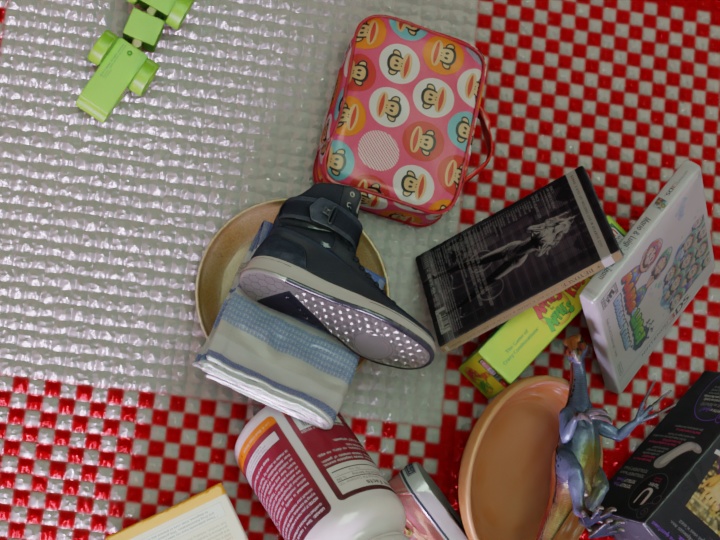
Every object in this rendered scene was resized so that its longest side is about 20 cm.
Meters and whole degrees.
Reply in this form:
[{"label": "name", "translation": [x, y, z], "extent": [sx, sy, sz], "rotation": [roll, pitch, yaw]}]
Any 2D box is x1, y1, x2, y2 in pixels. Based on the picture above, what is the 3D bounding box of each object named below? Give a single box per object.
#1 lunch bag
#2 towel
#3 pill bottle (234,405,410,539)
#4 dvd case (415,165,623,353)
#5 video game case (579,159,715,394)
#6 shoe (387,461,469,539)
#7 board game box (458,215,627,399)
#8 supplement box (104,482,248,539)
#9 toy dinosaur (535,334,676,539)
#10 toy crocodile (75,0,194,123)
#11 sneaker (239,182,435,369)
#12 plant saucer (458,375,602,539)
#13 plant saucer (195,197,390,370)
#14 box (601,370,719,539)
[{"label": "lunch bag", "translation": [0.055, -0.152, 1.710], "extent": [0.175, 0.082, 0.201], "rotation": [17, 76, -7]}, {"label": "towel", "translation": [-0.064, 0.050, 1.601], "extent": [0.146, 0.024, 0.201], "rotation": [26, 50, -5]}, {"label": "pill bottle", "translation": [-0.029, 0.221, 1.565], "extent": [0.113, 0.113, 0.200], "rotation": [-27, 55, -14]}, {"label": "dvd case", "translation": [0.155, -0.013, 1.644], "extent": [0.199, 0.149, 0.016], "rotation": [-30, 126, 12]}, {"label": "video game case", "translation": [0.295, 0.010, 1.671], "extent": [0.024, 0.200, 0.182], "rotation": [31, 72, 30]}, {"label": "shoe", "translation": [0.075, 0.293, 1.637], "extent": [0.091, 0.071, 0.200], "rotation": [-35, 97, 6]}, {"label": "board game box", "translation": [0.192, 0.039, 1.686], "extent": [0.048, 0.102, 0.200], "rotation": [44, 75, 4]}, {"label": "supplement box", "translation": [-0.150, 0.322, 1.582], "extent": [0.126, 0.074, 0.201], "rotation": [-23, 84, -14]}, {"label": "toy dinosaur", "translation": [0.203, 0.162, 1.597], "extent": [0.199, 0.105, 0.182], "rotation": [-30, 58, 21]}, {"label": "toy crocodile", "translation": [-0.226, -0.242, 1.694], "extent": [0.067, 0.062, 0.201], "rotation": [29, 80, -4]}, {"label": "sneaker", "translation": [0.000, -0.001, 1.605], "extent": [0.202, 0.077, 0.147], "rotation": [29, 50, -4]}, {"label": "plant saucer", "translation": [0.165, 0.202, 1.639], "extent": [0.199, 0.037, 0.201], "rotation": [-6, 99, -42]}, {"label": "plant saucer", "translation": [-0.070, 0.027, 1.675], "extent": [0.199, 0.035, 0.201], "rotation": [2, 78, -10]}, {"label": "box", "translation": [0.347, 0.210, 1.661], "extent": [0.200, 0.122, 0.106], "rotation": [-45, 104, -14]}]
